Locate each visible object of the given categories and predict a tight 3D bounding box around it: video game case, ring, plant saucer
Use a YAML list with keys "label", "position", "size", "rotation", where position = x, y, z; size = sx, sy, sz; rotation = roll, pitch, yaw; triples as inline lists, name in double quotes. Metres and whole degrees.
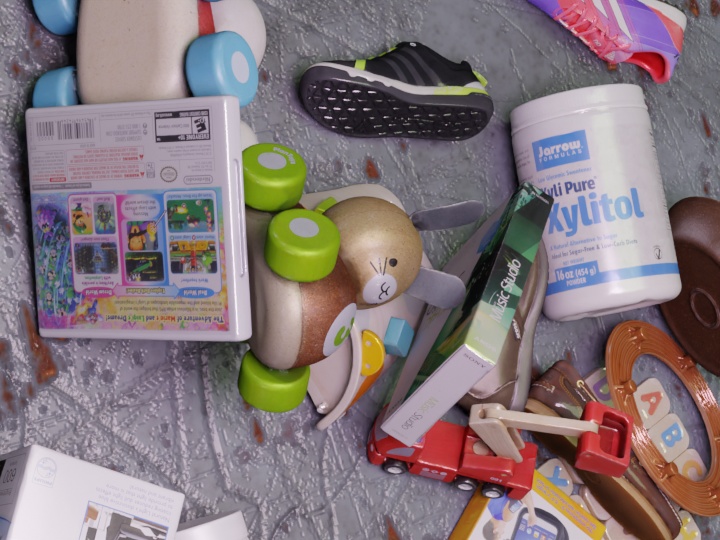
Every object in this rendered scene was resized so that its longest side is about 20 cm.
- label: "video game case"
  position: [-0.172, -0.038, 1.432]
  size: [0.024, 0.200, 0.182]
  rotation: [-10, 98, -57]
- label: "ring"
  position: [0.297, 0.135, 1.755]
  size: [0.200, 0.019, 0.201]
  rotation: [34, 40, -35]
- label: "plant saucer"
  position: [0.333, 0.029, 1.746]
  size: [0.037, 0.200, 0.201]
  rotation: [-27, 94, -22]

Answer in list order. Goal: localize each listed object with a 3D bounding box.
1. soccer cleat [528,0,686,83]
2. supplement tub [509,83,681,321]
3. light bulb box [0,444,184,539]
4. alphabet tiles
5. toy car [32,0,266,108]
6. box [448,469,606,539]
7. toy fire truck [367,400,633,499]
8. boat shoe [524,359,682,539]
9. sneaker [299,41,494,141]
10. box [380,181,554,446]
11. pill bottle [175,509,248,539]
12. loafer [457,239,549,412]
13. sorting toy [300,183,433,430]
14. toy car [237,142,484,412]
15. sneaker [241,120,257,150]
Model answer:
- label: "soccer cleat"
  position: [0.234, -0.242, 1.821]
  size: [0.200, 0.068, 0.073]
  rotation: [15, 76, -31]
- label: "supplement tub"
  position: [0.216, -0.061, 1.731]
  size: [0.132, 0.132, 0.200]
  rotation: [-7, 83, -33]
- label: "light bulb box"
  position: [-0.239, 0.247, 1.343]
  size: [0.125, 0.198, 0.200]
  rotation: [22, 68, -24]
- label: "alphabet tiles"
  position: [0.246, 0.197, 1.763]
  size: [0.196, 0.015, 0.200]
  rotation: [-33, 97, -33]
- label: "toy car"
  position: [-0.138, -0.179, 1.542]
  size: [0.200, 0.184, 0.177]
  rotation: [15, 70, -59]
- label: "box"
  position: [0.126, 0.276, 1.652]
  size: [0.119, 0.041, 0.200]
  rotation: [39, 62, -16]
- label: "toy fire truck"
  position: [0.116, 0.144, 1.589]
  size: [0.200, 0.141, 0.049]
  rotation: [15, 61, -8]
- label: "boat shoe"
  position: [0.231, 0.168, 1.709]
  size: [0.200, 0.070, 0.070]
  rotation: [48, 66, -13]
- label: "sneaker"
  position: [0.028, -0.168, 1.688]
  size: [0.200, 0.072, 0.083]
  rotation: [8, 52, -31]
- label: "box"
  position: [0.089, 0.035, 1.556]
  size: [0.036, 0.144, 0.200]
  rotation: [31, 47, -10]
- label: "pill bottle"
  position: [-0.108, 0.295, 1.465]
  size: [0.112, 0.112, 0.200]
  rotation: [-15, 87, -33]
- label: "loafer"
  position: [0.119, 0.038, 1.683]
  size: [0.071, 0.073, 0.200]
  rotation: [14, 72, -28]
- label: "sorting toy"
  position: [-0.002, 0.004, 1.618]
  size: [0.180, 0.107, 0.200]
  rotation: [-34, 99, -52]
- label: "toy car"
  position: [0.000, 0.000, 1.453]
  size: [0.200, 0.164, 0.158]
  rotation: [-5, 42, -21]
- label: "sneaker"
  position: [-0.144, -0.065, 1.537]
  size: [0.200, 0.085, 0.073]
  rotation: [-43, 101, -32]
